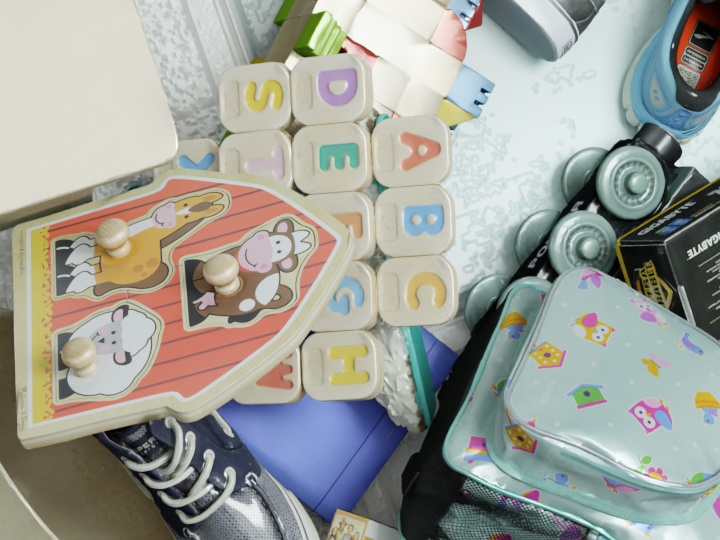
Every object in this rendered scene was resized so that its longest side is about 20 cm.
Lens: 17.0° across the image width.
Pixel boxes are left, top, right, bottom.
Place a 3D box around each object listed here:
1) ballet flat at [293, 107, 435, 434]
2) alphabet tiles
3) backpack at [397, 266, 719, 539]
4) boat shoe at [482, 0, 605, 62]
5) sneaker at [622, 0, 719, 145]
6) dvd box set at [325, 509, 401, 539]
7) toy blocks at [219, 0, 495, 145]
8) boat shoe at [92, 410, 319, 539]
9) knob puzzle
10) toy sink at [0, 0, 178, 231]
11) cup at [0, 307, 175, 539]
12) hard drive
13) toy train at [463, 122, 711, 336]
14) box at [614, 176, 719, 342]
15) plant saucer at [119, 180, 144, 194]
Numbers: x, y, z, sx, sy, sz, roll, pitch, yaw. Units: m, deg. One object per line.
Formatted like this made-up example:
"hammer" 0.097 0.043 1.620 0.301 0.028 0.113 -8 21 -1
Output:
"ballet flat" 0.000 0.000 1.444 0.071 0.072 0.201 -11 97 -12
"alphabet tiles" -0.036 -0.023 1.405 0.195 0.015 0.201 -3 87 25
"backpack" 0.145 0.110 1.375 0.200 0.153 0.176 32 43 -5
"boat shoe" 0.076 -0.223 1.520 0.199 0.074 0.068 43 77 -6
"sneaker" 0.236 -0.177 1.538 0.078 0.090 0.201 20 80 -9
"dvd box set" 0.003 0.253 1.434 0.146 0.029 0.201 29 78 -52
"toy blocks" 0.017 -0.122 1.499 0.136 0.100 0.201 30 80 -19
"boat shoe" -0.101 0.117 1.376 0.075 0.093 0.200 -43 72 8
"knob puzzle" -0.102 0.003 1.351 0.219 0.220 0.031 -31 133 -12
"toy sink" -0.220 -0.092 1.431 0.199 0.112 0.131 -19 88 -7
"cup" -0.216 0.142 1.384 0.143 0.200 0.201 -36 92 14
"hard drive" -0.056 0.045 1.476 0.200 0.025 0.132 38 79 -6
"toy train" 0.152 0.006 1.512 0.114 0.085 0.200 41 79 -15
"box" 0.261 0.014 1.495 0.200 0.049 0.160 -30 109 -32
"plant saucer" -0.091 0.038 1.491 0.200 0.019 0.070 44 79 -3
